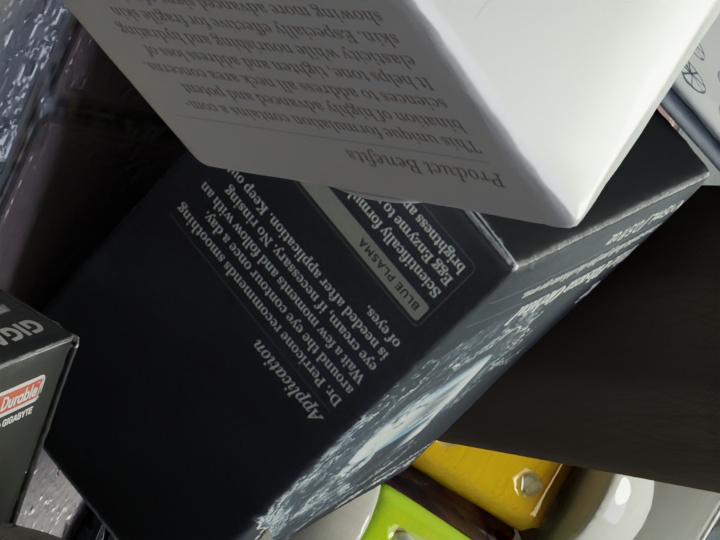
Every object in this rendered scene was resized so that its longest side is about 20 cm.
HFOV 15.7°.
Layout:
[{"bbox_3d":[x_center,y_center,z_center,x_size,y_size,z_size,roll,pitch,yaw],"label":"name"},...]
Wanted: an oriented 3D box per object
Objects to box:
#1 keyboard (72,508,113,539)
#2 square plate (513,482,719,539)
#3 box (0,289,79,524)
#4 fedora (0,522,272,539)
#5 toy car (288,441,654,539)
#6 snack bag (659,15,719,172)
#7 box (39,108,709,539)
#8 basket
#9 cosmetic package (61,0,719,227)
[{"bbox_3d":[-0.083,0.148,1.169,0.105,0.039,0.200,-62,159,-5],"label":"keyboard"},{"bbox_3d":[0.096,0.120,1.346,0.199,0.199,0.028,-58,140,-13],"label":"square plate"},{"bbox_3d":[-0.187,0.116,0.830,0.200,0.050,0.200,-24,140,-61],"label":"box"},{"bbox_3d":[-0.110,0.142,0.852,0.177,0.090,0.200,-51,167,-24],"label":"fedora"},{"bbox_3d":[0.030,0.117,1.280,0.201,0.175,0.150,-62,-161,-16],"label":"toy car"},{"bbox_3d":[0.126,-0.134,1.076,0.021,0.189,0.200,-34,-160,29],"label":"snack bag"},{"bbox_3d":[0.000,0.000,0.983,0.200,0.118,0.196,-45,169,28],"label":"box"},{"bbox_3d":[0.108,0.025,1.125,0.180,0.199,0.137,28,70,-66],"label":"basket"},{"bbox_3d":[-0.004,-0.143,0.715,0.167,0.167,0.200,-55,130,-20],"label":"cosmetic package"}]
